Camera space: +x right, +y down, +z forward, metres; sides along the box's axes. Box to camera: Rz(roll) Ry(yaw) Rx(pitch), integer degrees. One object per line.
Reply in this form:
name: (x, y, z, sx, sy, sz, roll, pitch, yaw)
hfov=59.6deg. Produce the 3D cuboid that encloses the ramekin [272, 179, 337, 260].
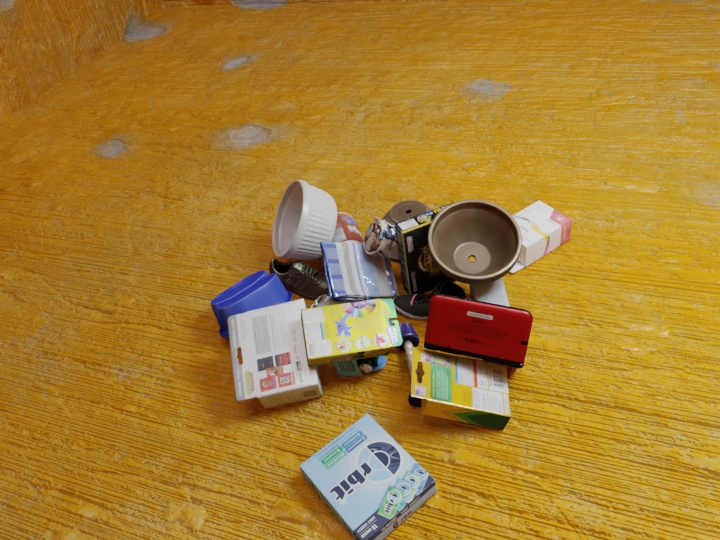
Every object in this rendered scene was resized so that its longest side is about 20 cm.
ramekin: (-0.140, -0.121, 1.594, 0.104, 0.201, 0.201, 13, 33, -27)

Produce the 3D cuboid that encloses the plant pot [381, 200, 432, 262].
plant pot: (0.131, -0.120, 1.663, 0.198, 0.093, 0.202, -6, 42, 5)

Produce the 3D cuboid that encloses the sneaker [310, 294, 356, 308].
sneaker: (-0.095, 0.102, 1.469, 0.199, 0.088, 0.074, -36, 49, -24)

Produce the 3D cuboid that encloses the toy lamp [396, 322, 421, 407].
toy lamp: (0.110, 0.194, 1.343, 0.058, 0.059, 0.201, -12, 41, -1)

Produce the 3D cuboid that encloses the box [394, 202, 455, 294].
box: (0.171, -0.047, 1.490, 0.158, 0.201, 0.049, -21, 40, -12)

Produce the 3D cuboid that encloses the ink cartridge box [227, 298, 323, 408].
ink cartridge box: (-0.185, 0.182, 1.353, 0.174, 0.084, 0.202, -12, 62, -1)

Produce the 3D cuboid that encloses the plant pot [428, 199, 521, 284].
plant pot: (0.246, -0.047, 1.375, 0.198, 0.093, 0.203, -2, 59, 4)

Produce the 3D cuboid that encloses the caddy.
caddy: (-0.260, 0.087, 1.512, 0.199, 0.106, 0.141, -34, 23, -23)

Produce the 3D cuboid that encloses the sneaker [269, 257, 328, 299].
sneaker: (-0.147, 0.017, 1.583, 0.198, 0.076, 0.071, 9, 45, 22)

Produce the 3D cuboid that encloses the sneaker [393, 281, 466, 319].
sneaker: (0.162, 0.063, 1.446, 0.198, 0.100, 0.071, 11, 47, 25)

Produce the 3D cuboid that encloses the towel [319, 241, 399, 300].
towel: (0.000, 0.000, 1.489, 0.198, 0.024, 0.148, 2, 68, -37)

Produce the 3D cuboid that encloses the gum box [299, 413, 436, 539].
gum box: (0.012, 0.384, 1.160, 0.169, 0.045, 0.200, -33, 45, -23)

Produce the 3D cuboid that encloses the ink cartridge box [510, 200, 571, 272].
ink cartridge box: (0.417, -0.086, 1.579, 0.199, 0.068, 0.116, -30, 44, -20)

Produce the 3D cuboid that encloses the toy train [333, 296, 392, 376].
toy train: (0.004, 0.145, 1.403, 0.113, 0.087, 0.201, -4, 41, 17)

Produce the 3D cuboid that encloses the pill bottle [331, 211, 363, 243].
pill bottle: (-0.040, -0.052, 1.609, 0.111, 0.113, 0.201, -15, 42, -5)

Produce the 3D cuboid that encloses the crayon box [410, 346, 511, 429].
crayon box: (0.191, 0.231, 1.243, 0.198, 0.052, 0.126, 12, 42, -4)

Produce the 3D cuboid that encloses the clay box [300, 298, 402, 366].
clay box: (-0.019, 0.127, 1.310, 0.198, 0.048, 0.116, -6, 61, -9)

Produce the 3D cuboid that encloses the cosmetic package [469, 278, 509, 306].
cosmetic package: (0.289, 0.085, 1.393, 0.073, 0.102, 0.201, -6, 40, 7)

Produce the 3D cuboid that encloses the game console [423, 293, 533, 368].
game console: (0.236, 0.123, 1.268, 0.198, 0.174, 0.119, 10, 22, 12)

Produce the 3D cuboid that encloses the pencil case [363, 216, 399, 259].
pencil case: (0.109, -0.070, 1.527, 0.198, 0.090, 0.078, 7, 26, -29)
